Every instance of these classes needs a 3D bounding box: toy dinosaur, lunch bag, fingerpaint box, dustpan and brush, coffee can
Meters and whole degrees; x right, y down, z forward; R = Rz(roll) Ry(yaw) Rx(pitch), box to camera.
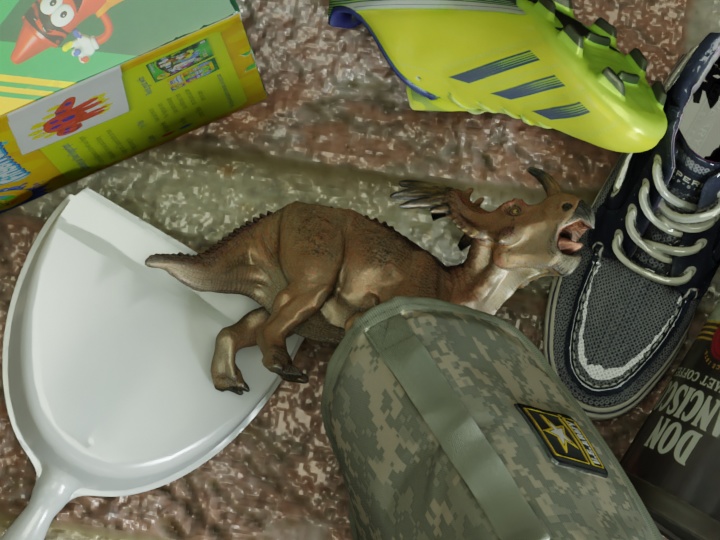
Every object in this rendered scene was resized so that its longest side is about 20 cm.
[{"bbox_3d":[0.000,0.000,1.327,0.199,0.086,0.136,15,74,-3],"label":"toy dinosaur"},{"bbox_3d":[0.063,0.117,1.242,0.117,0.200,0.164,-27,58,-8],"label":"lunch bag"},{"bbox_3d":[-0.137,-0.098,1.295,0.166,0.200,0.074,-24,83,-1],"label":"fingerpaint box"},{"bbox_3d":[-0.134,0.080,1.356,0.139,0.057,0.201,31,79,-8],"label":"dustpan and brush"},{"bbox_3d":[0.226,0.056,1.298,0.146,0.146,0.201,32,85,4],"label":"coffee can"}]

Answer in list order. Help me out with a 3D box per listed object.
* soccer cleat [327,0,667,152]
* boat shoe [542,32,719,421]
[{"bbox_3d":[0.065,-0.101,1.337,0.200,0.065,0.084,38,107,30],"label":"soccer cleat"},{"bbox_3d":[0.144,-0.025,1.334,0.074,0.093,0.201,22,85,3],"label":"boat shoe"}]
